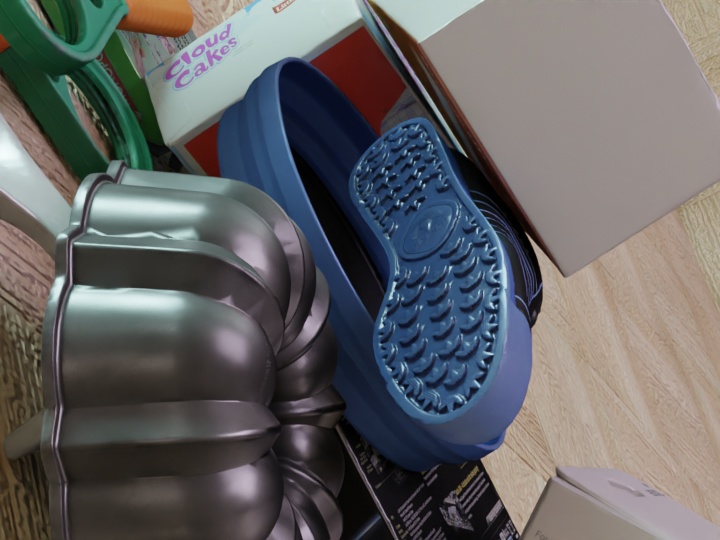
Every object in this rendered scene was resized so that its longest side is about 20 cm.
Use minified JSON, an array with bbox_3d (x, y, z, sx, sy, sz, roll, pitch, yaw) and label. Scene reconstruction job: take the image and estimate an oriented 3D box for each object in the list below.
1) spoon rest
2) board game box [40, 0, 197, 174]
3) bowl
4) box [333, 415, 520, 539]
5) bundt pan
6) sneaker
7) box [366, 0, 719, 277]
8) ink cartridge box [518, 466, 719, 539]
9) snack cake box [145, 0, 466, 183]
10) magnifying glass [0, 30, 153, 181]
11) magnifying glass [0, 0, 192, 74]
[{"bbox_3d":[-0.147,-0.031,0.876,0.201,0.060,0.099,64,14,1],"label":"spoon rest"},{"bbox_3d":[-0.117,-0.117,1.207,0.201,0.029,0.135,62,15,-9],"label":"board game box"},{"bbox_3d":[0.000,0.000,1.042,0.201,0.039,0.201,55,15,-23],"label":"bowl"},{"bbox_3d":[-0.010,0.099,1.078,0.164,0.086,0.200,63,14,-1],"label":"box"},{"bbox_3d":[-0.054,0.057,0.872,0.202,0.075,0.203,-4,90,-78],"label":"bundt pan"},{"bbox_3d":[0.048,0.013,0.962,0.078,0.070,0.200,44,20,-30],"label":"sneaker"},{"bbox_3d":[0.083,-0.093,1.051,0.125,0.097,0.200,57,1,-14],"label":"box"},{"bbox_3d":[0.090,0.194,1.021,0.084,0.201,0.145,28,5,18],"label":"ink cartridge box"},{"bbox_3d":[-0.007,-0.049,1.176,0.200,0.115,0.067,52,10,-40],"label":"snack cake box"},{"bbox_3d":[-0.152,-0.098,1.060,0.200,0.022,0.080,46,22,-49],"label":"magnifying glass"},{"bbox_3d":[-0.126,-0.128,1.076,0.080,0.022,0.200,66,16,6],"label":"magnifying glass"}]
